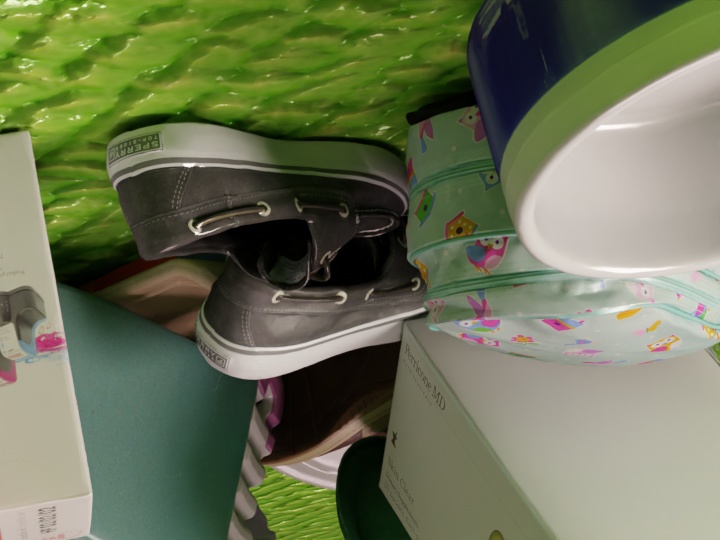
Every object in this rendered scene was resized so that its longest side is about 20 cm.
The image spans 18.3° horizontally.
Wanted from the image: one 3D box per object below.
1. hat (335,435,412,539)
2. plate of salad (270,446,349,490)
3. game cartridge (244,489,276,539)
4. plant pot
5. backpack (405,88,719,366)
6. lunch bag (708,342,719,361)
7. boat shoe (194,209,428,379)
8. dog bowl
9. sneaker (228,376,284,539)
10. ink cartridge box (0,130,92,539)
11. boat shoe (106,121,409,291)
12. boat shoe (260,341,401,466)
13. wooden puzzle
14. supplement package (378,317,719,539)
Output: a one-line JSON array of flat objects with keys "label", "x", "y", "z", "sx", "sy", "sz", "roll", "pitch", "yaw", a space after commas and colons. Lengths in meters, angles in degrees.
[{"label": "hat", "x": 0.114, "y": 0.128, "z": 1.216, "sx": 0.176, "sy": 0.166, "sz": 0.200, "roll": -38, "pitch": 112, "yaw": 25}, {"label": "plate of salad", "x": 0.008, "y": 0.067, "z": 1.385, "sx": 0.198, "sy": 0.048, "sz": 0.201, "roll": 1, "pitch": 136, "yaw": 1}, {"label": "game cartridge", "x": -0.143, "y": 0.131, "z": 1.368, "sx": 0.132, "sy": 0.200, "sz": 0.041, "roll": -1, "pitch": 121, "yaw": -27}, {"label": "plant pot", "x": -0.180, "y": 0.085, "z": 1.143, "sx": 0.141, "sy": 0.142, "sz": 0.199, "roll": -23, "pitch": 134, "yaw": 41}, {"label": "backpack", "x": 0.104, "y": -0.020, "z": 1.040, "sx": 0.166, "sy": 0.128, "sz": 0.200, "roll": -14, "pitch": 164, "yaw": 27}, {"label": "lunch bag", "x": 0.234, "y": 0.037, "z": 1.289, "sx": 0.126, "sy": 0.172, "sz": 0.200, "roll": -4, "pitch": 163, "yaw": -28}, {"label": "boat shoe", "x": 0.000, "y": 0.000, "z": 1.139, "sx": 0.199, "sy": 0.069, "sz": 0.057, "roll": -23, "pitch": 143, "yaw": -44}, {"label": "dog bowl", "x": 0.144, "y": -0.077, "z": 0.862, "sx": 0.198, "sy": 0.079, "sz": 0.200, "roll": -13, "pitch": 156, "yaw": -6}, {"label": "sneaker", "x": -0.106, "y": 0.132, "z": 1.265, "sx": 0.088, "sy": 0.202, "sz": 0.081, "roll": 7, "pitch": 154, "yaw": 13}, {"label": "ink cartridge box", "x": -0.158, "y": 0.056, "z": 0.966, "sx": 0.067, "sy": 0.202, "sz": 0.115, "roll": -9, "pitch": 167, "yaw": -9}, {"label": "boat shoe", "x": -0.039, "y": -0.023, "z": 1.031, "sx": 0.069, "sy": 0.067, "sz": 0.199, "roll": -18, "pitch": 166, "yaw": 29}, {"label": "boat shoe", "x": 0.013, "y": 0.070, "z": 1.304, "sx": 0.072, "sy": 0.073, "sz": 0.199, "roll": 23, "pitch": 139, "yaw": -38}, {"label": "wooden puzzle", "x": -0.099, "y": 0.020, "z": 1.245, "sx": 0.199, "sy": 0.038, "sz": 0.184, "roll": -16, "pitch": 167, "yaw": 37}, {"label": "supplement package", "x": 0.121, "y": 0.115, "z": 1.120, "sx": 0.154, "sy": 0.200, "sz": 0.112, "roll": -7, "pitch": 125, "yaw": -23}]
